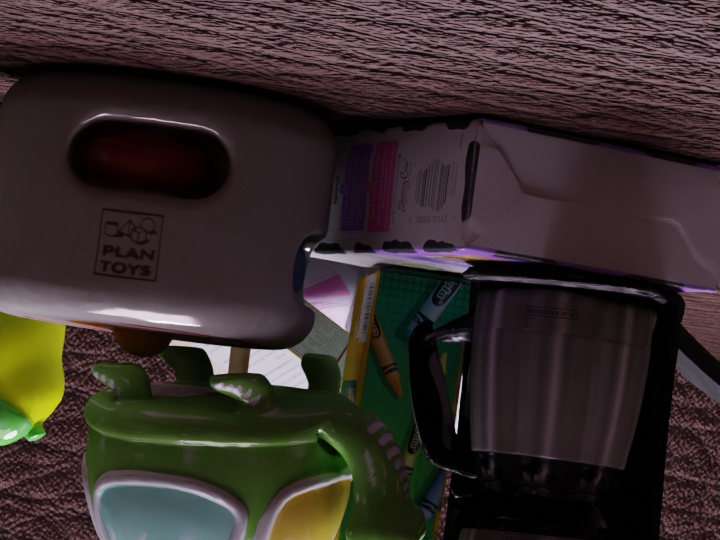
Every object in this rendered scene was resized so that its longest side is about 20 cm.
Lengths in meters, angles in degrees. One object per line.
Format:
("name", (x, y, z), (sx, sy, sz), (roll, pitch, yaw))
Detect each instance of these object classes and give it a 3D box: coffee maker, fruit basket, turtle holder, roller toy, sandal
("coffee maker", (0.116, 0.108, 1.490), (0.134, 0.201, 0.192), (3, 174, 37))
("fruit basket", (-0.244, 0.001, 1.666), (0.155, 0.217, 0.215), (6, 176, 19))
("turtle holder", (-0.058, 0.113, 1.485), (0.184, 0.132, 0.141), (2, -176, 0))
("roller toy", (-0.110, -0.024, 1.475), (0.199, 0.141, 0.182), (11, 174, -41))
("sandal", (0.191, 0.041, 1.912), (0.200, 0.045, 0.075), (46, 178, 33))

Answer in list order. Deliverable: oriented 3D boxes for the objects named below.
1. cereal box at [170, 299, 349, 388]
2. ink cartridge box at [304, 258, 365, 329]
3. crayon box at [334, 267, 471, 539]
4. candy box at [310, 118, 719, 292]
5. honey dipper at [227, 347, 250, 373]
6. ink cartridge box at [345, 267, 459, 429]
("cereal box", (-0.063, 0.046, 1.718), (0.200, 0.040, 0.144), (37, 157, -11))
("ink cartridge box", (0.000, 0.000, 1.806), (0.199, 0.044, 0.196), (12, 149, -36))
("crayon box", (0.016, 0.102, 1.573), (0.058, 0.201, 0.119), (9, 177, -5))
("candy box", (0.076, -0.032, 1.521), (0.167, 0.072, 0.200), (9, 175, -30))
("honey dipper", (-0.069, 0.023, 1.626), (0.038, 0.201, 0.038), (8, 172, 1))
("ink cartridge box", (0.090, 0.031, 1.755), (0.175, 0.084, 0.200), (-5, 157, -10))
